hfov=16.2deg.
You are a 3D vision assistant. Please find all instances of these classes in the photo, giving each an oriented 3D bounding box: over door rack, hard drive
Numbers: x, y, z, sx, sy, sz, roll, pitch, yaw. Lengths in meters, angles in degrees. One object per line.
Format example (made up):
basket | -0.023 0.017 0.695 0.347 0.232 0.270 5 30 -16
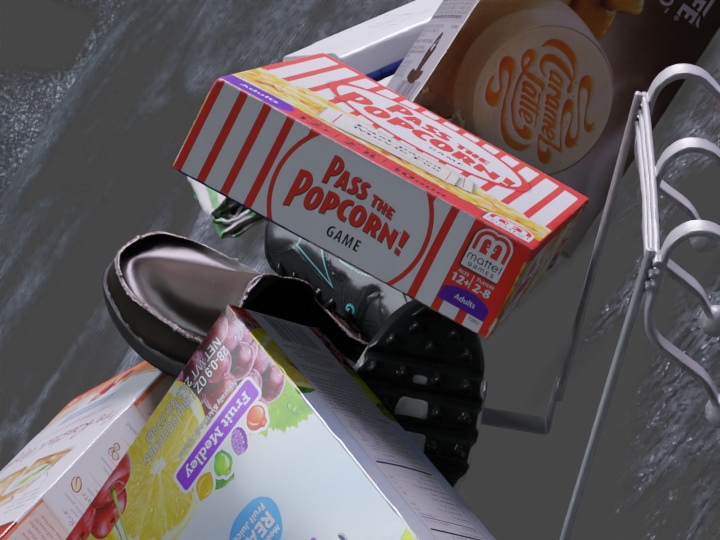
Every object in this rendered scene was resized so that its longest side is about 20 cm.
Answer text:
over door rack | 0.111 0.032 1.056 0.148 0.066 0.200 -82 15 -59
hard drive | 0.064 -0.148 1.432 0.200 0.025 0.132 -24 9 -12

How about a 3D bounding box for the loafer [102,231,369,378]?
loafer | -0.050 0.024 1.271 0.073 0.200 0.072 -33 -41 -37

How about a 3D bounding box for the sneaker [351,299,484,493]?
sneaker | 0.007 0.108 1.137 0.090 0.066 0.201 -141 63 -84

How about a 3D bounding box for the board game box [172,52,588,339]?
board game box | 0.016 -0.038 1.133 0.046 0.151 0.200 -62 -6 12

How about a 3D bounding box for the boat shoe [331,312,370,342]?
boat shoe | 0.009 0.018 1.384 0.200 0.068 0.072 -61 16 -17

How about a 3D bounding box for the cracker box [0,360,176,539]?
cracker box | -0.156 0.125 1.309 0.134 0.058 0.200 -28 15 47

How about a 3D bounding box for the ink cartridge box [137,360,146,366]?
ink cartridge box | -0.115 0.122 1.525 0.200 0.084 0.145 -34 27 52

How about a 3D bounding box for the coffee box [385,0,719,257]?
coffee box | 0.106 -0.122 1.283 0.200 0.114 0.080 -56 13 -2

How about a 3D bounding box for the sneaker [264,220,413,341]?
sneaker | 0.000 0.000 1.312 0.079 0.075 0.200 -28 54 8

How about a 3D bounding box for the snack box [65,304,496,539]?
snack box | -0.031 0.142 1.047 0.169 0.068 0.200 -55 51 16

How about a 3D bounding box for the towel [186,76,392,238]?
towel | -0.004 -0.085 1.443 0.200 0.023 0.153 -30 14 -3
